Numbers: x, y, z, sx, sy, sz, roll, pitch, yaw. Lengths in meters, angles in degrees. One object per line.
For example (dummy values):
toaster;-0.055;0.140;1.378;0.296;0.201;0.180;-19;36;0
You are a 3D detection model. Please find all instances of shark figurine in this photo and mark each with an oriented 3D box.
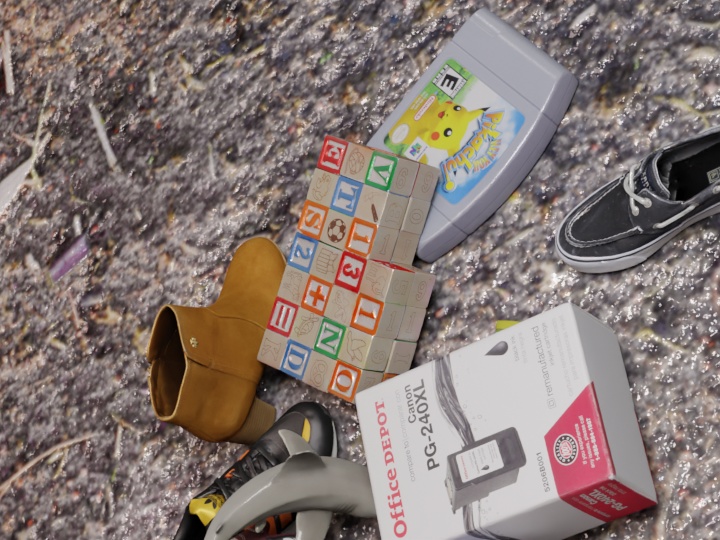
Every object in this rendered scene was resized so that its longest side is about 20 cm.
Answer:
shark figurine;-0.065;0.179;1.365;0.214;0.090;0.128;-26;66;-29

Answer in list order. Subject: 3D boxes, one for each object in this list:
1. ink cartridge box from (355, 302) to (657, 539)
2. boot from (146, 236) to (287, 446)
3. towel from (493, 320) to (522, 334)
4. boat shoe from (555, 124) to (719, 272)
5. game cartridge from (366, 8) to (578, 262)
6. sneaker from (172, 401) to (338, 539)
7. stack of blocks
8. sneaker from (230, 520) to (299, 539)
ink cartridge box;0.105;0.134;1.327;0.200;0.083;0.146;-25;59;25
boot;-0.120;0.045;1.490;0.071;0.144;0.202;-10;66;28
towel;0.119;0.138;1.381;0.086;0.018;0.201;7;76;38
boat shoe;0.232;-0.061;1.352;0.200;0.068;0.072;-23;61;24
game cartridge;0.086;-0.112;1.487;0.200;0.040;0.133;-51;57;6
sneaker;-0.095;0.192;1.450;0.070;0.090;0.200;35;93;37
stack of blocks;0.000;0.000;1.455;0.115;0.058;0.201;21;96;40
sneaker;-0.039;0.280;1.393;0.115;0.076;0.200;-34;79;-27
